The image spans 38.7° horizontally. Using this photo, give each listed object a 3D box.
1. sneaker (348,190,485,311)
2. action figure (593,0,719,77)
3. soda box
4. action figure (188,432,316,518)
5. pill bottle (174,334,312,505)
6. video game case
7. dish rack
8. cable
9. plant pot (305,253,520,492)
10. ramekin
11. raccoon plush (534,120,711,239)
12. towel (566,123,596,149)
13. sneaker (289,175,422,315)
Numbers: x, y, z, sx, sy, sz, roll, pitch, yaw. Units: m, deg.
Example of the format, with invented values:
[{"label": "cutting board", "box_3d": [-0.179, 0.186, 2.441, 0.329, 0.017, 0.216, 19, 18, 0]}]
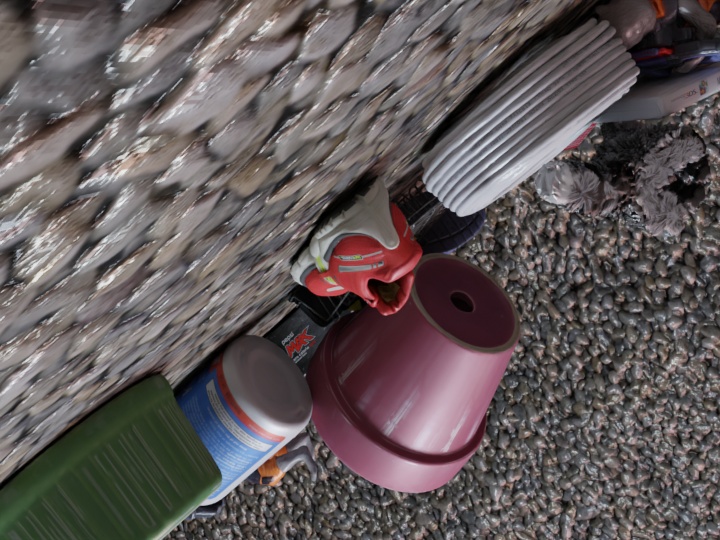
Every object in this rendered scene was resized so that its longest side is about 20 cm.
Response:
[{"label": "sneaker", "box_3d": [0.050, -0.028, 1.153, 0.198, 0.075, 0.082, -32, 176, -3]}, {"label": "action figure", "box_3d": [0.253, -0.229, 0.943, 0.197, 0.107, 0.192, -6, -169, 35]}, {"label": "soda box", "box_3d": [-0.073, 0.091, 1.267, 0.199, 0.071, 0.063, -42, 175, 10]}, {"label": "action figure", "box_3d": [-0.149, 0.206, 1.202, 0.189, 0.107, 0.200, -1, -167, -4]}, {"label": "pill bottle", "box_3d": [-0.149, 0.166, 1.039, 0.200, 0.113, 0.112, -42, 176, 25]}, {"label": "video game case", "box_3d": [0.266, -0.177, 0.980, 0.180, 0.024, 0.199, -26, -162, -29]}, {"label": "dish rack", "box_3d": [0.019, -0.025, 0.995, 0.153, 0.055, 0.200, -41, 175, -27]}, {"label": "cable", "box_3d": [0.137, -0.121, 0.847, 0.199, 0.070, 0.199, -39, 177, 37]}, {"label": "plant pot", "box_3d": [0.063, 0.090, 1.036, 0.199, 0.199, 0.180, -36, 163, -50]}, {"label": "ramekin", "box_3d": [-0.199, 0.182, 0.783, 0.199, 0.098, 0.200, -41, 177, -3]}, {"label": "raccoon plush", "box_3d": [0.209, -0.100, 0.898, 0.134, 0.197, 0.098, 35, -70, 58]}, {"label": "towel", "box_3d": [0.193, -0.149, 1.186, 0.142, 0.023, 0.200, -14, 178, 5]}, {"label": "sneaker", "box_3d": [0.000, 0.000, 0.796, 0.077, 0.085, 0.200, -38, 176, -13]}]
